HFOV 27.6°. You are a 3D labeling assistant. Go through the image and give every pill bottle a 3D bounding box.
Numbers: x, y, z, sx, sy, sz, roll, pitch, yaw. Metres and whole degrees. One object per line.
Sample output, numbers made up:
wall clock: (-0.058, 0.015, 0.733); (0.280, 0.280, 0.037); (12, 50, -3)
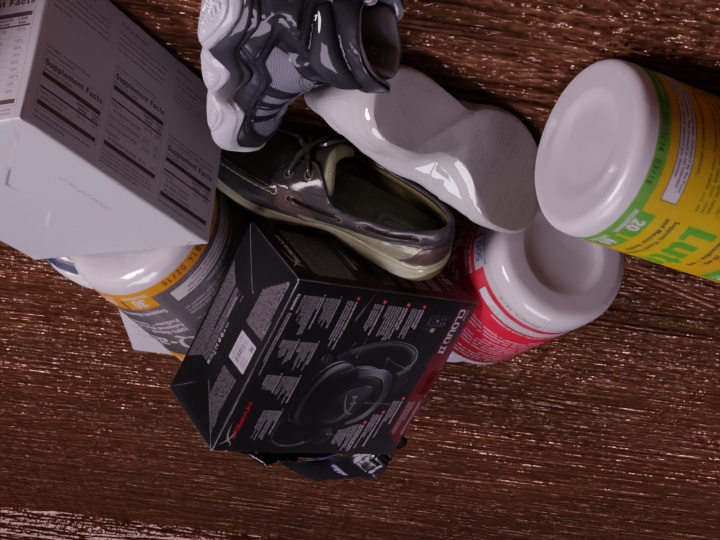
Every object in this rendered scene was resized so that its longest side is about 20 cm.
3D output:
pill bottle: (-0.119, 0.007, 1.108); (0.115, 0.117, 0.200); (-4, 149, 28)
pill bottle: (0.221, -0.053, 0.937); (0.198, 0.112, 0.111); (16, 159, -26)
pill bottle: (0.113, 0.011, 1.161); (0.111, 0.113, 0.200); (13, 160, -19)

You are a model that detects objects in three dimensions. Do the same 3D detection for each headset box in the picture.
headset box: (-0.018, 0.056, 1.083); (0.199, 0.150, 0.077); (6, -149, -43)

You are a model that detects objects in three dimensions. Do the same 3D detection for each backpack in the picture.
backpack: (-0.074, 0.129, 1.513); (0.199, 0.155, 0.190); (21, 149, -22)

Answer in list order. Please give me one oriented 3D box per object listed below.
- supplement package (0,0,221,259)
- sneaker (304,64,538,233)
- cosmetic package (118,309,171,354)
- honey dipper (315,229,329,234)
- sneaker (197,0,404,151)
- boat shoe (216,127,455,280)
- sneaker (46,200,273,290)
supplement package: (-0.207, -0.097, 0.952); (0.154, 0.112, 0.200); (-4, 158, 27)
sneaker: (0.045, -0.087, 0.992); (0.088, 0.076, 0.199); (9, 165, 45)
cosmetic package: (-0.165, 0.020, 1.343); (0.100, 0.072, 0.200); (7, 161, -1)
honey dipper: (0.000, 0.000, 1.288); (0.038, 0.038, 0.200); (2, 163, 13)
sneaker: (-0.033, -0.122, 0.875); (0.113, 0.076, 0.200); (8, 159, 2)
boat shoe: (-0.022, -0.064, 1.023); (0.200, 0.072, 0.066); (28, 148, 3)
sneaker: (-0.166, -0.036, 1.203); (0.198, 0.078, 0.085); (-3, 153, 3)
